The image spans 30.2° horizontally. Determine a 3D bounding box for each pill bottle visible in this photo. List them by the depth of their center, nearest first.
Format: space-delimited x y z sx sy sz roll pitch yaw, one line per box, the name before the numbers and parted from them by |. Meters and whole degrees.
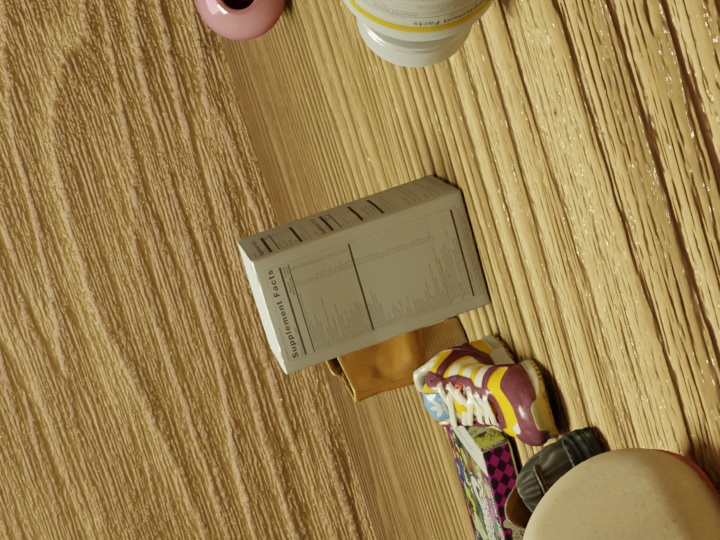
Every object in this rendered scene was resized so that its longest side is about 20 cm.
pill bottle | 0.036 -0.211 0.812 0.200 0.111 0.113 90 160 -67

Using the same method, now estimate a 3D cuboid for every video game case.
video game case | 0.138 0.236 1.405 0.181 0.035 0.202 -125 18 -69

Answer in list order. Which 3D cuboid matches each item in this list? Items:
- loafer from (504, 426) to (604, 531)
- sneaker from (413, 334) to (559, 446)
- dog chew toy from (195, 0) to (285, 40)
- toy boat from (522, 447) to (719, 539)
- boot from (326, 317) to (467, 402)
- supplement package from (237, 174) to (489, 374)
loafer | 0.147 0.179 1.068 0.200 0.072 0.073 86 162 -64
sneaker | 0.104 0.113 1.154 0.200 0.089 0.076 -143 35 -78
dog chew toy | -0.164 -0.381 1.858 0.200 0.123 0.126 -105 -3 -83
toy boat | 0.184 0.205 0.786 0.130 0.130 0.201 31 -149 -54
boot | 0.017 0.044 1.417 0.071 0.143 0.202 80 169 -45
supplement package | 0.000 0.000 1.229 0.110 0.198 0.115 -137 30 -74
